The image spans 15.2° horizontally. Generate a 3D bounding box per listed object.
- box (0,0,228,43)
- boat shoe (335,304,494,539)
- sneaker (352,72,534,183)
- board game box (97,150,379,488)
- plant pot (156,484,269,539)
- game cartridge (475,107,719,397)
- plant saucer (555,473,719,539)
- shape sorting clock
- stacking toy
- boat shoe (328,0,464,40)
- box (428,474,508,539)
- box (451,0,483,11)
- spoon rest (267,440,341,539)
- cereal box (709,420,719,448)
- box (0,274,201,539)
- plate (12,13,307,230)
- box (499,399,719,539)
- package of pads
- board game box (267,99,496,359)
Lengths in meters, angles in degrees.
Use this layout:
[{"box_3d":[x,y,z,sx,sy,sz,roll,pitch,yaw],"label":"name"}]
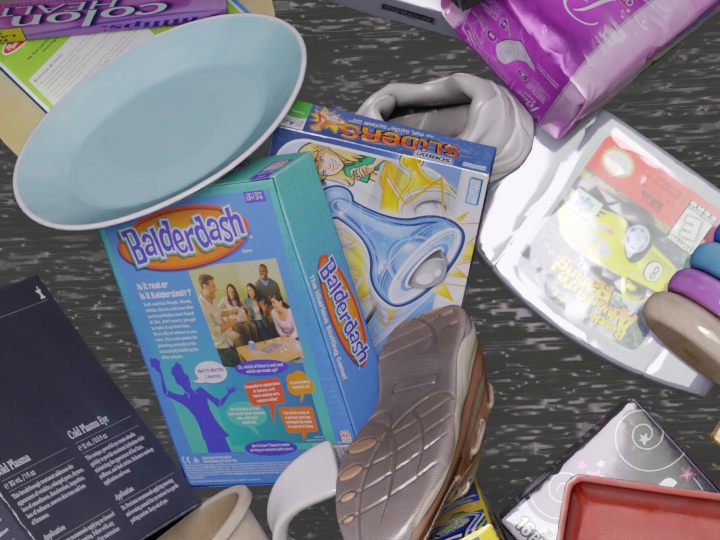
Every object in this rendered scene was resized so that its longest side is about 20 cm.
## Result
[{"box_3d":[-0.173,-0.213,1.621,0.175,0.200,0.097,-6,81,-2],"label":"box"},{"box_3d":[0.041,0.107,1.579,0.075,0.200,0.072,-12,126,29],"label":"boat shoe"},{"box_3d":[0.005,-0.073,1.678,0.199,0.099,0.078,-29,65,8],"label":"sneaker"},{"box_3d":[-0.069,0.033,1.644,0.152,0.045,0.201,-4,111,37],"label":"board game box"},{"box_3d":[-0.086,0.265,1.640,0.200,0.200,0.184,-41,97,0],"label":"plant pot"},{"box_3d":[0.165,-0.015,1.710,0.200,0.041,0.133,35,93,5],"label":"game cartridge"},{"box_3d":[0.196,0.226,1.550,0.199,0.037,0.201,8,92,-7],"label":"plant saucer"},{"box_3d":[-0.152,-0.146,1.731,0.199,0.039,0.201,0,81,0],"label":"shape sorting clock"},{"box_3d":[0.263,-0.026,1.656,0.085,0.085,0.200,38,82,5],"label":"stacking toy"},{"box_3d":[0.018,-0.200,1.717,0.199,0.074,0.066,18,79,-7],"label":"boat shoe"},{"box_3d":[0.059,0.176,1.616,0.064,0.200,0.070,-26,95,1],"label":"box"},{"box_3d":[0.099,-0.256,1.648,0.192,0.200,0.048,-25,128,-9],"label":"box"},{"box_3d":[-0.008,0.184,1.635,0.060,0.200,0.100,-20,44,7],"label":"spoon rest"},{"box_3d":[0.334,0.065,1.692,0.144,0.040,0.200,34,89,5],"label":"cereal box"},{"box_3d":[-0.221,0.119,1.629,0.104,0.200,0.182,-38,85,22],"label":"box"},{"box_3d":[-0.118,-0.085,1.630,0.200,0.200,0.026,-30,123,1],"label":"plate"},{"box_3d":[0.192,0.186,1.645,0.115,0.132,0.200,-43,86,-1],"label":"box"},{"box_3d":[0.159,-0.187,1.673,0.200,0.076,0.121,-38,82,-23],"label":"package of pads"},{"box_3d":[0.000,0.000,1.661,0.135,0.035,0.201,13,124,4],"label":"board game box"}]
